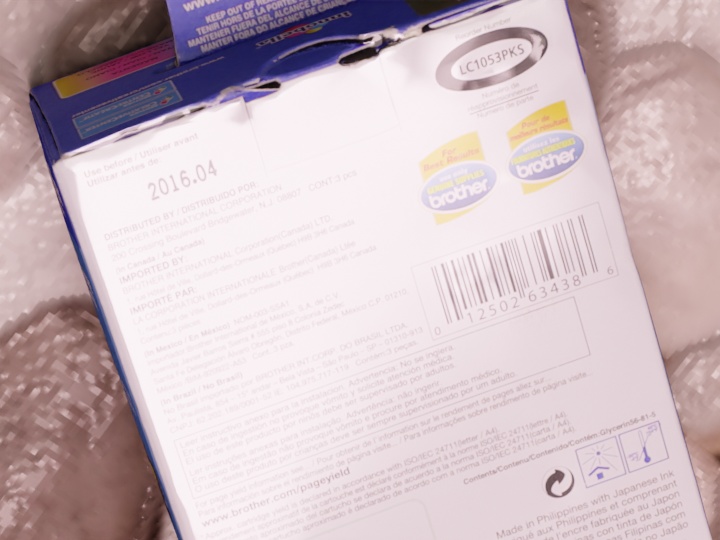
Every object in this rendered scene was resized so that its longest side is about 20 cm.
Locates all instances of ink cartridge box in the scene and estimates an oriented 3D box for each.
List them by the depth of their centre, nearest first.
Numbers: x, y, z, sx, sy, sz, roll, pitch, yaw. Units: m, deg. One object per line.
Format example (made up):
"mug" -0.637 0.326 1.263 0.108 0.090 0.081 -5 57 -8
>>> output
"ink cartridge box" 0.000 0.000 0.779 0.136 0.076 0.201 -20 112 -6
